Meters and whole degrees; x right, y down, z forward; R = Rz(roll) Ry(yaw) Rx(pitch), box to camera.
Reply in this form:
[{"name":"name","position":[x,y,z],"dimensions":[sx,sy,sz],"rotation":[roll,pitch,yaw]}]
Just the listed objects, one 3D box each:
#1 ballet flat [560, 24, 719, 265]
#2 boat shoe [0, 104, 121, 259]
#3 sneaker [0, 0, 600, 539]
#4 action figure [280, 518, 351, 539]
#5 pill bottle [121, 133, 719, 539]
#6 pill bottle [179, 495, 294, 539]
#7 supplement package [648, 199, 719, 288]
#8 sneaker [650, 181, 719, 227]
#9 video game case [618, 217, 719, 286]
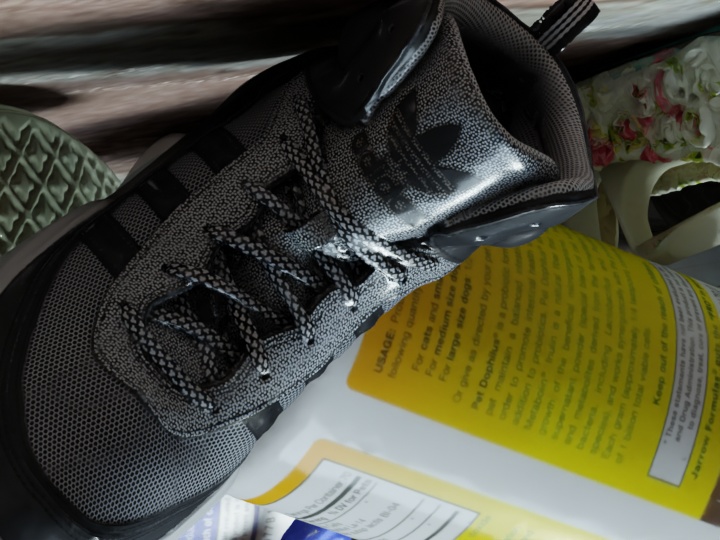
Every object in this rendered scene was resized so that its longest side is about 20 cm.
[{"name":"ballet flat","position":[0.078,-0.030,0.951],"dimensions":[0.075,0.064,0.200],"rotation":[4,166,-38]},{"name":"boat shoe","position":[-0.119,-0.001,0.710],"dimensions":[0.062,0.075,0.200],"rotation":[-10,173,33]},{"name":"sneaker","position":[-0.017,-0.006,0.690],"dimensions":[0.114,0.076,0.200],"rotation":[-30,-167,46]},{"name":"action figure","position":[-0.027,0.066,1.053],"dimensions":[0.200,0.099,0.065],"rotation":[-49,-171,49]},{"name":"pill bottle","position":[0.020,0.029,0.894],"dimensions":[0.199,0.110,0.109],"rotation":[21,161,-23]},{"name":"pill bottle","position":[-0.124,0.063,1.162],"dimensions":[0.199,0.121,0.120],"rotation":[-6,174,-15]},{"name":"supplement package","position":[0.108,0.078,1.078],"dimensions":[0.116,0.118,0.200],"rotation":[-26,-153,1]},{"name":"sneaker","position":[0.204,-0.052,1.001],"dimensions":[0.199,0.077,0.114],"rotation":[-12,179,34]},{"name":"video game case","position":[0.000,0.000,1.062],"dimensions":[0.199,0.023,0.182],"rotation":[-10,-168,-34]}]
